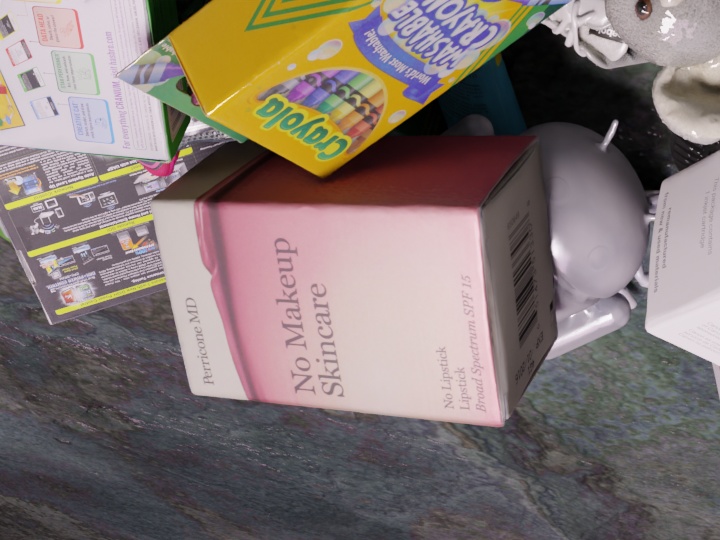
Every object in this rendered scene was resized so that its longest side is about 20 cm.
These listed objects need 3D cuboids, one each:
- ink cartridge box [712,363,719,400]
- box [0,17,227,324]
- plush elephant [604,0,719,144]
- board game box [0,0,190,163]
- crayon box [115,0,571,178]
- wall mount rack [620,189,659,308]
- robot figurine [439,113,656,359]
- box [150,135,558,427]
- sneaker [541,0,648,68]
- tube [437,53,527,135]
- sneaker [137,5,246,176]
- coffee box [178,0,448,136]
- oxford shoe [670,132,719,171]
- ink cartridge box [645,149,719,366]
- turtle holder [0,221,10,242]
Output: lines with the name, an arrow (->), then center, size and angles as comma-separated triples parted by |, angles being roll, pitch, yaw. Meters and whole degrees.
ink cartridge box -> 0.317, 0.074, 0.930 | 0.067, 0.117, 0.200 | 1, 156, -15
box -> -0.132, -0.066, 0.808 | 0.198, 0.044, 0.162 | -17, 126, 0
plush elephant -> 0.155, -0.156, 0.552 | 0.155, 0.165, 0.199 | -42, 148, 15
board game box -> -0.192, -0.135, 0.638 | 0.197, 0.041, 0.154 | 7, 131, 8
crayon box -> -0.001, -0.114, 0.615 | 0.199, 0.052, 0.125 | -34, 159, 16
wall mount rack -> 0.192, -0.011, 0.913 | 0.199, 0.076, 0.173 | -12, 175, 44
robot figurine -> 0.097, -0.018, 0.800 | 0.199, 0.113, 0.170 | -29, 113, 34
box -> 0.000, 0.000, 0.722 | 0.198, 0.109, 0.129 | 2, 116, 26
sneaker -> 0.114, -0.155, 0.676 | 0.197, 0.082, 0.075 | 16, 155, 6
tube -> 0.070, -0.115, 0.806 | 0.077, 0.051, 0.201 | 27, 160, 33
sneaker -> -0.048, -0.120, 0.713 | 0.198, 0.081, 0.075 | -19, 109, 11
coffee box -> -0.043, -0.113, 0.877 | 0.199, 0.044, 0.123 | 29, 149, -23
oxford shoe -> 0.233, -0.077, 0.751 | 0.072, 0.085, 0.200 | 30, 174, 25
ink cartridge box -> 0.240, -0.013, 0.534 | 0.144, 0.086, 0.200 | 23, 153, -22
turtle holder -> -0.240, -0.109, 0.896 | 0.186, 0.132, 0.140 | 49, 141, -13
